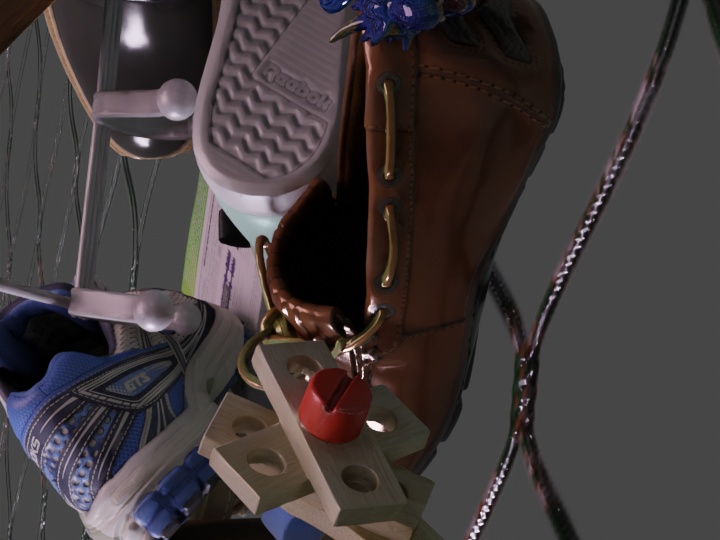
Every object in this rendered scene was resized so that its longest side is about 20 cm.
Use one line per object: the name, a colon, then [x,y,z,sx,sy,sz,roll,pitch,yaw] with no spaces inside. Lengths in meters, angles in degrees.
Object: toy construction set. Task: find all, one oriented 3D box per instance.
toy construction set: [0.002,0.119,0.775,0.132,0.092,0.201,-97,8,-49]

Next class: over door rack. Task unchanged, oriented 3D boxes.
over door rack: [-0.093,-0.059,0.874,0.200,0.066,0.149,15,-101,-66]

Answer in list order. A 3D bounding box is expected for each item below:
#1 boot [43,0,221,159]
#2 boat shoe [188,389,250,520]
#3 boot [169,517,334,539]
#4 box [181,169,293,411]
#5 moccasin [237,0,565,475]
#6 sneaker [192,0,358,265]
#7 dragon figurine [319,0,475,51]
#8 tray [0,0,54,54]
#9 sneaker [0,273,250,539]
boot: [-0.096,-0.122,1.114,0.138,0.077,0.201,-100,3,-66]
boat shoe: [-0.065,0.069,1.152,0.200,0.065,0.072,-124,54,-73]
boot: [-0.035,0.172,0.975,0.200,0.076,0.156,-138,44,-78]
box: [-0.037,-0.035,1.140,0.200,0.036,0.145,-129,47,-72]
moccasin: [0.000,0.001,0.839,0.202,0.077,0.074,110,155,-47]
sneaker: [-0.008,-0.087,0.947,0.118,0.073,0.201,74,-151,-62]
dragon figurine: [0.014,-0.104,0.753,0.200,0.099,0.059,-133,34,-71]
tray: [-0.137,-0.129,0.971,0.200,0.037,0.099,-75,-17,-75]
sneaker: [-0.092,0.032,1.014,0.077,0.085,0.200,-46,14,5]
